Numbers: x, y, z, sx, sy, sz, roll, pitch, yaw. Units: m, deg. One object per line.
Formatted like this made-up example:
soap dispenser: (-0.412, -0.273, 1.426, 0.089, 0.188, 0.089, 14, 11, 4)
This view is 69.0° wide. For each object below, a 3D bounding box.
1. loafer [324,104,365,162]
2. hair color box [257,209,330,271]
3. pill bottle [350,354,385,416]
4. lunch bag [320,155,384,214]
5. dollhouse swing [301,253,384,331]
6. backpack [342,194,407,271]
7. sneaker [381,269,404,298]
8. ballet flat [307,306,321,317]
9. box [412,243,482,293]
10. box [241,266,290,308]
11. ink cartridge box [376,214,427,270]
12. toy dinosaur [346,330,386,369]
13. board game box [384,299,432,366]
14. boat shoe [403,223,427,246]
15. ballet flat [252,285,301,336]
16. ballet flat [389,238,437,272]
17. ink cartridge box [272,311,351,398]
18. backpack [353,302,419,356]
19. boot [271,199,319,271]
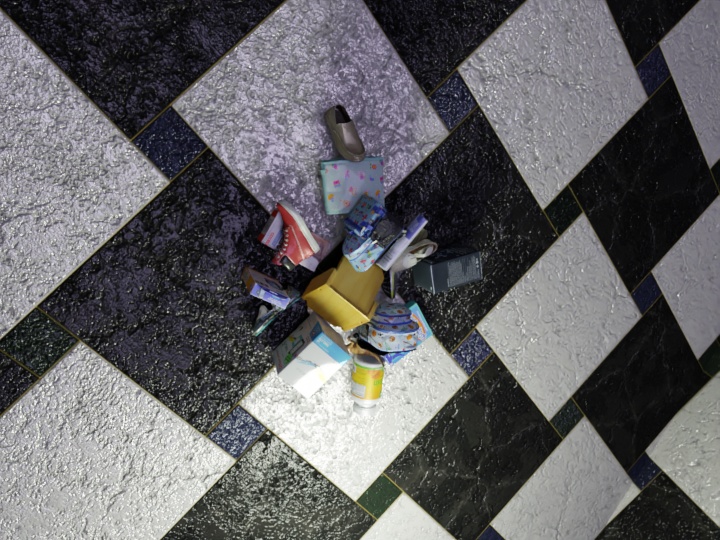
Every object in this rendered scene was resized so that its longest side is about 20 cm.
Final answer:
loafer: (-0.046, -0.418, 1.584, 0.075, 0.068, 0.201, -25, 77, -27)
hair color box: (-0.209, -0.093, 1.651, 0.199, 0.064, 0.112, 30, 89, -27)
pill bottle: (0.023, 0.402, 1.845, 0.110, 0.111, 0.202, 1, 103, -23)
lunch bag: (-0.032, -0.271, 1.651, 0.198, 0.122, 0.172, -12, 108, -26)
dollhouse swing: (-0.050, 0.054, 1.705, 0.200, 0.181, 0.177, 39, 46, -25)
backpack: (0.016, -0.105, 1.572, 0.134, 0.183, 0.200, 37, 98, -26)
sneaker: (0.123, 0.001, 1.812, 0.080, 0.074, 0.202, -2, 106, -26)
ballet flat: (-0.083, 0.137, 1.764, 0.198, 0.057, 0.067, 8, 100, -24)
box: (0.301, -0.010, 1.840, 0.198, 0.148, 0.108, -16, 108, -19)
box: (-0.286, 0.053, 1.578, 0.118, 0.200, 0.042, 27, 97, -26)
ink cartridge box: (0.123, -0.088, 1.651, 0.043, 0.200, 0.197, 39, 90, -3)
toy dinosaur: (0.010, 0.271, 1.813, 0.198, 0.061, 0.107, 14, 68, 13)
board game box: (0.147, 0.226, 1.891, 0.199, 0.045, 0.153, -36, 113, -12)
boat shoe: (0.149, -0.130, 1.784, 0.199, 0.068, 0.075, -1, 123, -46)
ballet flat: (-0.282, 0.123, 1.681, 0.200, 0.074, 0.074, -41, 115, -11)
ballet flat: (0.182, -0.053, 1.773, 0.199, 0.062, 0.068, -33, 122, -29)
ink cartridge box: (-0.161, 0.274, 1.698, 0.200, 0.147, 0.146, -44, 117, 4)
backpack: (0.103, 0.193, 1.727, 0.198, 0.190, 0.156, -9, 114, -26)
boot: (-0.228, -0.100, 1.571, 0.144, 0.072, 0.201, -35, 116, -11)
